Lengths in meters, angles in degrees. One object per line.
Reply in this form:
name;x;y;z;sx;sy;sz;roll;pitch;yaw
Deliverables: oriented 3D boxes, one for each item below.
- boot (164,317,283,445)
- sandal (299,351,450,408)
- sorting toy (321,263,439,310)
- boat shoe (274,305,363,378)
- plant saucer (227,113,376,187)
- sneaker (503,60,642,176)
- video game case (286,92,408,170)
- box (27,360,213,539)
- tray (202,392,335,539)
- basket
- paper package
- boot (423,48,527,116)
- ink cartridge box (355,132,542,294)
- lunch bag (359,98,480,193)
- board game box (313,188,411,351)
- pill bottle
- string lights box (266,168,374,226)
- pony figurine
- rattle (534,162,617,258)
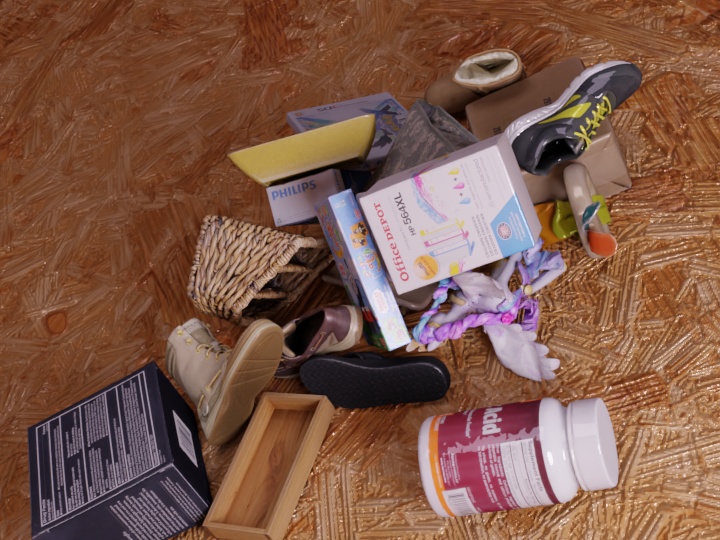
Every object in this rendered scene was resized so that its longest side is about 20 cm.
boot;-0.184;0.108;1.519;0.073;0.201;0.156;-5;43;-40
sandal;0.020;0.135;1.472;0.199;0.076;0.048;0;27;21
sorting toy;0.068;-0.028;1.630;0.185;0.037;0.200;17;55;41
boat shoe;-0.081;0.090;1.512;0.200;0.072;0.073;-26;61;48
plant saucer;-0.069;-0.155;1.583;0.199;0.049;0.200;-16;0;2
sneaker;0.281;-0.187;1.481;0.200;0.074;0.085;-35;45;10
video game case;0.002;-0.216;1.810;0.181;0.022;0.200;-14;37;-18
box;-0.312;0.258;1.494;0.198;0.123;0.200;-27;39;3
tray;-0.112;0.246;1.455;0.098;0.037;0.201;-1;48;31
basket;-0.130;0.011;1.588;0.148;0.200;0.144;14;91;14
paper package;0.255;-0.175;1.610;0.190;0.104;0.201;-23;42;11
boot;0.161;-0.280;1.711;0.174;0.066;0.200;-17;0;14
ink cartridge box;0.098;-0.064;1.384;0.199;0.129;0.125;-21;8;16
lunch bag;0.088;-0.120;1.553;0.164;0.117;0.200;-59;33;19
board game box;0.000;0.000;1.471;0.036;0.201;0.151;-21;2;-9
pill bottle;0.173;0.202;1.269;0.199;0.114;0.115;-12;44;20
string lights box;-0.047;-0.105;1.660;0.102;0.059;0.200;-14;-1;19
pony figurine;0.165;0.038;1.430;0.193;0.167;0.200;1;38;51
rattle;0.246;-0.052;1.449;0.142;0.131;0.200;-4;27;12
